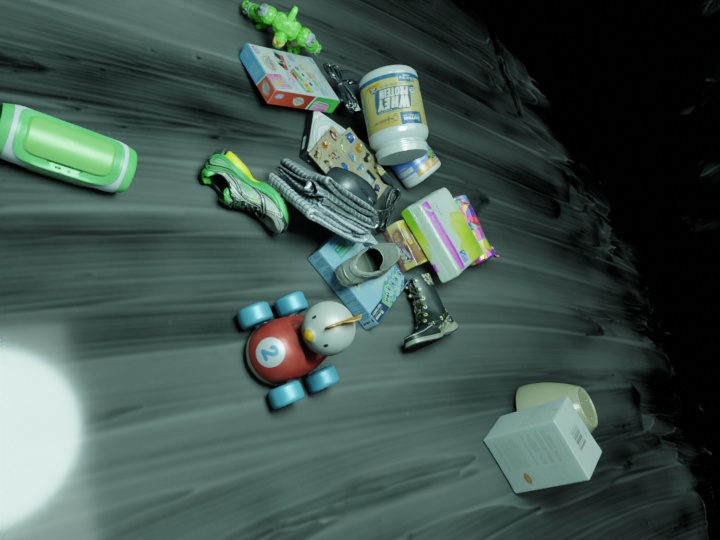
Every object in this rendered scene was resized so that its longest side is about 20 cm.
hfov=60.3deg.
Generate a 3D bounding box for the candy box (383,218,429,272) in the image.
[{"bbox_3d":[0.152,-0.077,1.545,0.200,0.056,0.117,-22,84,-48],"label":"candy box"}]

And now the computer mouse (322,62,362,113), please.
[{"bbox_3d":[-0.014,-0.452,1.546,0.139,0.053,0.200,60,18,1],"label":"computer mouse"}]

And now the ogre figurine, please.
[{"bbox_3d":[-0.178,-0.563,1.433,0.200,0.098,0.120,47,1,-20],"label":"ogre figurine"}]

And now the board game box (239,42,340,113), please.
[{"bbox_3d":[-0.160,-0.439,1.424,0.199,0.040,0.153,-6,58,-47],"label":"board game box"}]

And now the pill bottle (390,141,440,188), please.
[{"bbox_3d":[0.107,-0.322,1.599,0.200,0.112,0.112,52,41,-9],"label":"pill bottle"}]

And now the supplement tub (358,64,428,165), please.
[{"bbox_3d":[0.081,-0.364,1.467,0.144,0.144,0.201,-6,83,-47],"label":"supplement tub"}]

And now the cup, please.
[{"bbox_3d":[0.503,0.362,1.553,0.200,0.143,0.201,36,38,-35],"label":"cup"}]

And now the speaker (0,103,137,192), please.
[{"bbox_3d":[-0.459,-0.186,0.967,0.199,0.088,0.089,17,56,-38],"label":"speaker"}]

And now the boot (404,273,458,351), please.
[{"bbox_3d":[0.135,0.093,1.416,0.203,0.073,0.154,-13,75,-55],"label":"boot"}]

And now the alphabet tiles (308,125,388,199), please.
[{"bbox_3d":[-0.028,-0.227,1.431,0.200,0.008,0.167,47,61,-23],"label":"alphabet tiles"}]

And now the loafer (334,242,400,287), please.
[{"bbox_3d":[0.029,-0.018,1.304,0.200,0.070,0.070,-30,90,-49],"label":"loafer"}]

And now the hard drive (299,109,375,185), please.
[{"bbox_3d":[-0.049,-0.277,1.472,0.200,0.038,0.140,30,49,-32],"label":"hard drive"}]

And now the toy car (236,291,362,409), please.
[{"bbox_3d":[-0.085,0.114,1.081,0.176,0.200,0.185,-15,78,-48],"label":"toy car"}]

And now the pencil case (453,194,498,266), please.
[{"bbox_3d":[0.293,-0.107,1.683,0.088,0.088,0.201,-24,86,-49],"label":"pencil case"}]

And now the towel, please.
[{"bbox_3d":[-0.072,-0.146,1.258,0.165,0.086,0.200,40,9,40],"label":"towel"}]

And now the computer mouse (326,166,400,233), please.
[{"bbox_3d":[0.019,-0.192,1.429,0.200,0.046,0.141,39,65,-27],"label":"computer mouse"}]

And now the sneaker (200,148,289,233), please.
[{"bbox_3d":[-0.224,-0.137,1.195,0.200,0.078,0.085,40,51,-9],"label":"sneaker"}]

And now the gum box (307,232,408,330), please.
[{"bbox_3d":[0.000,0.000,1.353,0.200,0.044,0.170,52,41,-10],"label":"gum box"}]

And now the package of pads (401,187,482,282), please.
[{"bbox_3d":[0.204,-0.091,1.511,0.154,0.068,0.201,-34,95,-49],"label":"package of pads"}]

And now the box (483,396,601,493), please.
[{"bbox_3d":[0.413,0.401,1.418,0.106,0.200,0.153,-33,92,-48],"label":"box"}]
